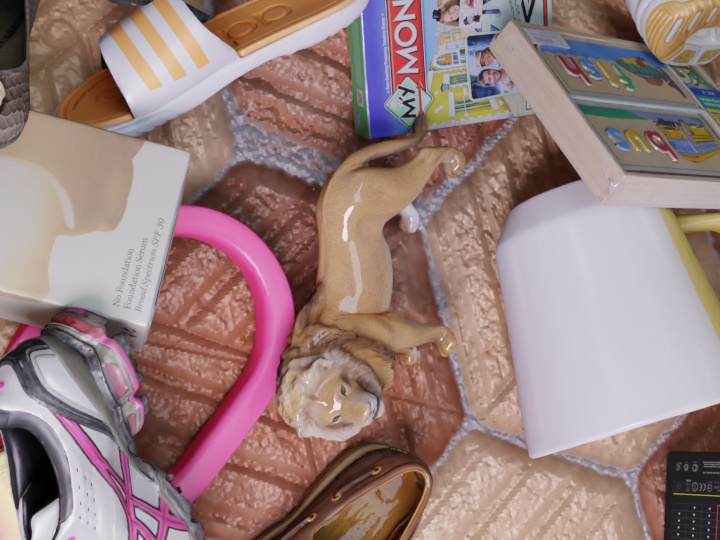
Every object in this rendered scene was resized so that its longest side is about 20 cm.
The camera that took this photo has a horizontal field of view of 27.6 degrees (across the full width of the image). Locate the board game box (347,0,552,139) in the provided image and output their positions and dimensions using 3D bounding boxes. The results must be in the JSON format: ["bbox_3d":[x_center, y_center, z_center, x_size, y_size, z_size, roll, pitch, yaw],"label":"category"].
[{"bbox_3d":[0.055,-0.192,0.920,0.133,0.029,0.202,-11,109,-20],"label":"board game box"}]

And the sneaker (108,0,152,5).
[{"bbox_3d":[-0.154,-0.223,0.831,0.079,0.074,0.201,-2,50,-13],"label":"sneaker"}]

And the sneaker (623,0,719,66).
[{"bbox_3d":[0.261,-0.191,1.023,0.199,0.076,0.088,2,47,-39],"label":"sneaker"}]

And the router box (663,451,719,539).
[{"bbox_3d":[0.271,0.191,0.911,0.062,0.200,0.152,10,80,-26],"label":"router box"}]

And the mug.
[{"bbox_3d":[0.165,0.023,0.937,0.186,0.149,0.155,-4,74,-56],"label":"mug"}]

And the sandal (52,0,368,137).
[{"bbox_3d":[-0.093,-0.143,0.849,0.206,0.079,0.060,-30,127,-14],"label":"sandal"}]

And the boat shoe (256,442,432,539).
[{"bbox_3d":[-0.029,0.182,0.859,0.072,0.067,0.200,45,70,-12],"label":"boat shoe"}]

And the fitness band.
[{"bbox_3d":[-0.123,0.055,0.852,0.143,0.037,0.201,41,71,-14],"label":"fitness band"}]

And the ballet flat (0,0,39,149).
[{"bbox_3d":[-0.198,-0.125,0.771,0.067,0.047,0.201,11,34,-10],"label":"ballet flat"}]

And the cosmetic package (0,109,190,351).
[{"bbox_3d":[-0.199,-0.033,0.786,0.198,0.071,0.106,13,74,-8],"label":"cosmetic package"}]

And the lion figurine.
[{"bbox_3d":[0.000,0.000,0.876,0.122,0.072,0.202,4,80,-41],"label":"lion figurine"}]

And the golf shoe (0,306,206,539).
[{"bbox_3d":[-0.141,0.124,0.759,0.092,0.072,0.201,-43,124,-40],"label":"golf shoe"}]

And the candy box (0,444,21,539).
[{"bbox_3d":[-0.196,0.208,0.781,0.116,0.056,0.202,-25,92,-10],"label":"candy box"}]

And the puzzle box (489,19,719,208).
[{"bbox_3d":[0.184,-0.096,0.933,0.199,0.025,0.134,-1,51,-45],"label":"puzzle box"}]
